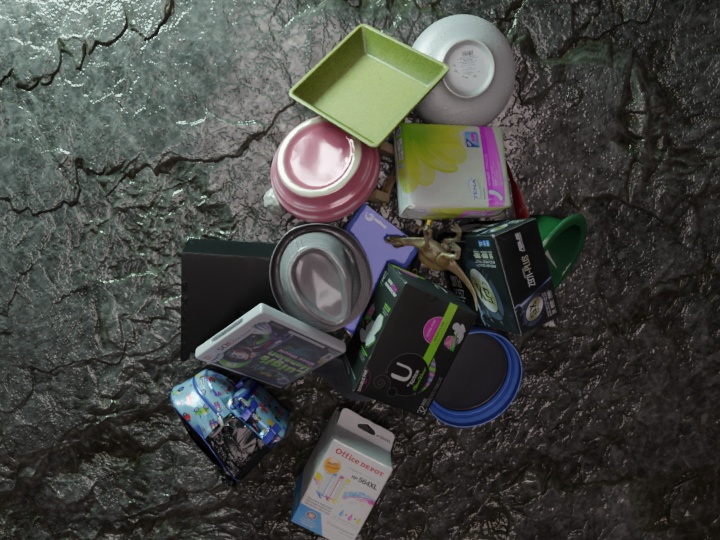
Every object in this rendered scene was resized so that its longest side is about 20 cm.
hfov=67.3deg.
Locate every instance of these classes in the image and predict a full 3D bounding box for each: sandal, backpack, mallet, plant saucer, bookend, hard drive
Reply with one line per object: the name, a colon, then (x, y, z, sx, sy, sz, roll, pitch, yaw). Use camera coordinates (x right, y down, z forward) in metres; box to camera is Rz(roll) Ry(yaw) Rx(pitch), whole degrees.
sandal: (-0.052, 0.177, 1.027, 0.197, 0.043, 0.077, 31, 121, 2)
backpack: (-0.237, 0.255, 0.977, 0.135, 0.183, 0.200, -44, 86, -3)
mallet: (0.115, -0.084, 1.001, 0.065, 0.041, 0.204, 21, 101, -6)
plant saucer: (0.015, -0.299, 0.903, 0.198, 0.048, 0.200, 35, 72, 23)
plant saucer: (-0.065, -0.184, 0.923, 0.195, 0.051, 0.205, -5, 69, 12)
bookend: (-0.220, 0.055, 0.983, 0.195, 0.092, 0.204, 3, 107, -10)
hard drive: (0.000, 0.000, 0.972, 0.131, 0.025, 0.202, 35, 96, -7)

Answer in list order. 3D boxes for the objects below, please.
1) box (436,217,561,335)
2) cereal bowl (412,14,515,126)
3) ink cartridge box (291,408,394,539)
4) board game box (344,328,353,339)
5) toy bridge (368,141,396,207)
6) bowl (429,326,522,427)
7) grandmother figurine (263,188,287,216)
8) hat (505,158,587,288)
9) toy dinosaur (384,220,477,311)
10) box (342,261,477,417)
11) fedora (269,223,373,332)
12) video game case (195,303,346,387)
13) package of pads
box: (0.228, 0.004, 0.928, 0.085, 0.199, 0.167, -21, 100, -16)
cereal bowl: (0.177, -0.341, 0.938, 0.195, 0.083, 0.205, 0, 100, -1)
ink cartridge box: (-0.029, 0.378, 1.022, 0.127, 0.125, 0.203, 26, 98, -6)
board game box: (0.040, 0.080, 1.020, 0.151, 0.040, 0.202, -31, 99, 3)
toy bridge: (0.052, -0.212, 0.962, 0.066, 0.027, 0.205, 10, 83, -42)
bowl: (0.208, 0.200, 1.027, 0.195, 0.039, 0.205, -3, 109, -9)
grandmother figurine: (-0.081, -0.144, 0.976, 0.195, 0.061, 0.124, -15, 78, 4)
hat: (0.303, -0.072, 1.009, 0.175, 0.164, 0.203, 39, 106, 38)
toy dinosaur: (0.140, -0.027, 0.917, 0.198, 0.102, 0.058, 34, 53, 7)
box: (0.079, 0.116, 0.932, 0.146, 0.124, 0.203, 22, 101, -17)
fedora: (-0.062, 0.023, 0.900, 0.174, 0.090, 0.204, -23, 107, -2)
video game case: (-0.154, 0.139, 0.943, 0.180, 0.024, 0.198, -32, 137, 29)
package of pads: (0.156, -0.167, 0.933, 0.195, 0.068, 0.159, -1, 80, -13)
